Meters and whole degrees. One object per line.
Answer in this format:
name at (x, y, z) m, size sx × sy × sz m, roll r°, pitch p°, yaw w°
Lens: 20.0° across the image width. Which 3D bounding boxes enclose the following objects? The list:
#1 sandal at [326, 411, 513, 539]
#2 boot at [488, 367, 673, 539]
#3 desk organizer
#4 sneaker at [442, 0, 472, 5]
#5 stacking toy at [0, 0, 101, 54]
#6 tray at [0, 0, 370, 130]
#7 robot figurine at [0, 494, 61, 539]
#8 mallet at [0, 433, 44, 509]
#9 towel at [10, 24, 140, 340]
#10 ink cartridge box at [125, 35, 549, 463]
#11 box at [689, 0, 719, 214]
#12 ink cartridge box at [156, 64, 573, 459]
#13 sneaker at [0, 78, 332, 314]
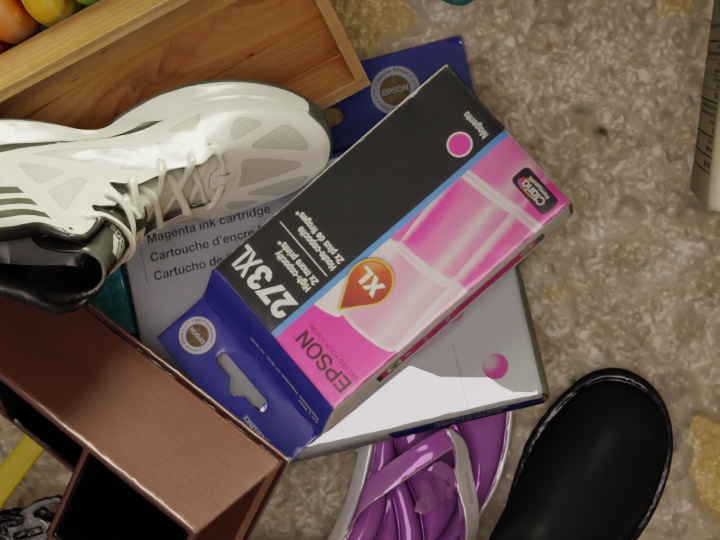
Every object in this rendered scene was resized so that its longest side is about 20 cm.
sandal at (0.029, 0.129, 1.049) m, size 0.082 × 0.050 × 0.203 m, roll 27°, pitch 83°, yaw -21°
boot at (0.094, 0.152, 1.007) m, size 0.076 × 0.168 × 0.200 m, roll 31°, pitch 98°, yaw 0°
desk organizer at (-0.141, 0.071, 0.982) m, size 0.200 × 0.077 × 0.072 m, roll 37°, pitch 126°, yaw 13°
sneaker at (-0.026, -0.181, 1.043) m, size 0.200 × 0.078 × 0.080 m, roll 25°, pitch 117°, yaw 8°
stacking toy at (-0.145, -0.167, 1.006) m, size 0.199 × 0.110 × 0.116 m, roll -17°, pitch 86°, yaw 11°
tray at (-0.105, -0.091, 1.015) m, size 0.200 × 0.037 × 0.099 m, roll -27°, pitch 129°, yaw 2°
robot figurine at (-0.121, 0.173, 1.087) m, size 0.200 × 0.058 × 0.145 m, roll -26°, pitch 92°, yaw 7°
mallet at (-0.183, 0.124, 1.047) m, size 0.066 × 0.041 × 0.200 m, roll 28°, pitch 80°, yaw 11°
towel at (-0.207, -0.040, 1.092) m, size 0.146 × 0.022 × 0.201 m, roll -16°, pitch 94°, yaw 7°
ink cartridge box at (-0.021, -0.008, 1.041) m, size 0.196 × 0.043 × 0.201 m, roll -15°, pitch 80°, yaw 7°
box at (0.228, -0.125, 0.983) m, size 0.109 × 0.128 × 0.201 m, roll 6°, pitch 97°, yaw 4°
ink cartridge box at (0.000, 0.000, 0.999) m, size 0.200 × 0.037 × 0.095 m, roll -42°, pitch 78°, yaw 1°
sneaker at (-0.102, -0.025, 0.962) m, size 0.200 × 0.115 × 0.076 m, roll -9°, pitch 128°, yaw -10°
